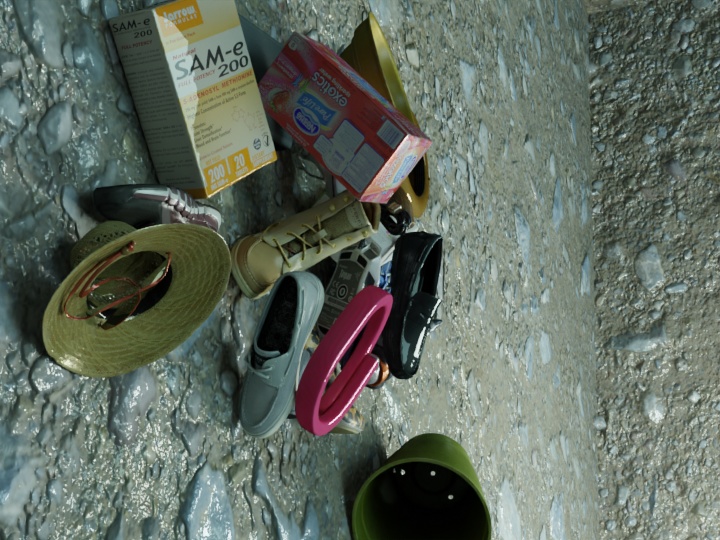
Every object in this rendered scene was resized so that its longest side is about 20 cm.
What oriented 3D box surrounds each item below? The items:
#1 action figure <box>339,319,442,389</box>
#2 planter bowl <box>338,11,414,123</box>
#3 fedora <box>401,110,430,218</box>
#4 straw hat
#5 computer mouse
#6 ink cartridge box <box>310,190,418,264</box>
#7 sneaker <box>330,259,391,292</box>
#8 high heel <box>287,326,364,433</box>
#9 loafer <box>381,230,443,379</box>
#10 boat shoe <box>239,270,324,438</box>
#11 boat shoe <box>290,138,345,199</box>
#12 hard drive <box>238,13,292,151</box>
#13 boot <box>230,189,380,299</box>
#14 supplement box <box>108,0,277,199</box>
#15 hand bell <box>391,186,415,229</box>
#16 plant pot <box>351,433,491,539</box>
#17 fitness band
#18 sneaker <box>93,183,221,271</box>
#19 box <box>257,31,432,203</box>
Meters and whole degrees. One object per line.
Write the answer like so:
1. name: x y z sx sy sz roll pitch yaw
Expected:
1. action figure: 0.038 0.086 1.494 0.194 0.103 0.202 -48 154 -51
2. planter bowl: 0.011 -0.244 1.471 0.200 0.082 0.203 -19 90 -79
3. fedora: 0.053 -0.174 1.726 0.200 0.080 0.204 -9 90 -73
4. straw hat: -0.223 0.001 0.997 0.085 0.201 0.201 47 6 29
5. computer mouse: 0.000 0.000 1.390 0.044 0.109 0.203 20 91 -45
6. ink cartridge box: 0.007 -0.067 1.535 0.117 0.067 0.200 44 23 7
7. sneaker: 0.014 0.005 1.576 0.199 0.076 0.077 -20 115 -65
8. high heel: -0.041 0.138 1.422 0.199 0.070 0.145 31 58 -54
9. loafer: 0.074 0.045 1.440 0.068 0.070 0.204 23 70 -50
10. boat shoe: -0.104 0.094 1.236 0.071 0.069 0.204 20 89 -64
11. boat shoe: -0.068 -0.175 1.441 0.075 0.085 0.205 88 -9 -66
12. hard drive: -0.145 -0.240 1.332 0.199 0.032 0.142 19 66 -65
13. boot: -0.063 -0.038 1.303 0.074 0.154 0.200 65 23 -5
14. supplement box: -0.176 -0.192 1.156 0.126 0.073 0.203 -36 118 -46
15. hand bell: 0.032 -0.142 1.538 0.104 0.103 0.202 42 20 -57
16. plant pot: 0.099 0.337 1.583 0.193 0.197 0.204 -53 133 -75
17. fitness band: -0.017 0.110 1.311 0.201 0.037 0.145 -54 160 -30
18. sneaker: -0.199 -0.019 1.090 0.199 0.074 0.118 18 70 -66
19. box: -0.023 -0.184 1.305 0.200 0.103 0.094 43 16 17
